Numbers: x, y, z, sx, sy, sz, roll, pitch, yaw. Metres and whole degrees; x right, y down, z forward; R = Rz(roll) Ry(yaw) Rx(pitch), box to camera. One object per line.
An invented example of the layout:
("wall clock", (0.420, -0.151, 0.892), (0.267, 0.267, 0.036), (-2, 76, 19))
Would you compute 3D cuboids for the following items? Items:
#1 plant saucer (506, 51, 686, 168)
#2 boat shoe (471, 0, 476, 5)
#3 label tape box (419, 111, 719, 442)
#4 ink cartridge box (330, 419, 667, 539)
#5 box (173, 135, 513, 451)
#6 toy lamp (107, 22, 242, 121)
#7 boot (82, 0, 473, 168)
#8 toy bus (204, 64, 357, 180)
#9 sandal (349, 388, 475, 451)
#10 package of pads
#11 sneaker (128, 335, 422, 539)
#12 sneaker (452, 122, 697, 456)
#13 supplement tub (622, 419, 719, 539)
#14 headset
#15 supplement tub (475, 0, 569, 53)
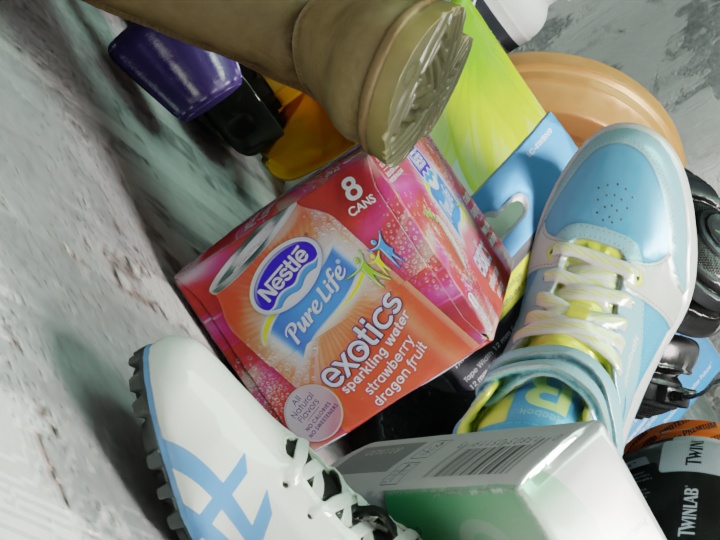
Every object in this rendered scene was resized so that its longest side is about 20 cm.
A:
("plant saucer", (0.111, -0.047, 1.263), (0.200, 0.200, 0.037), (51, 23, -30))
("boat shoe", (-0.025, -0.198, 1.156), (0.068, 0.200, 0.072), (99, 16, -51))
("label tape box", (0.096, 0.031, 1.082), (0.200, 0.143, 0.066), (51, -20, -26))
("ink cartridge box", (0.073, 0.151, 0.702), (0.161, 0.050, 0.200), (-15, -76, 61))
("box", (0.000, 0.000, 0.876), (0.096, 0.100, 0.200), (57, 11, -4))
("toy lamp", (-0.123, -0.160, 0.903), (0.200, 0.058, 0.058), (56, 10, 1))
("boot", (-0.060, -0.109, 0.782), (0.200, 0.066, 0.175), (24, 3, 4))
("toy bus", (-0.062, -0.165, 1.035), (0.200, 0.136, 0.192), (52, -1, -16))
("sandal", (0.047, 0.094, 0.962), (0.200, 0.048, 0.075), (20, 53, -53))
("package of pads", (0.053, -0.040, 1.135), (0.200, 0.068, 0.155), (50, 55, -36))
("sneaker", (-0.004, 0.098, 0.651), (0.200, 0.072, 0.072), (54, 13, -11))
("sneaker", (0.096, 0.029, 0.856), (0.131, 0.079, 0.200), (10, 93, -78))
("supplement tub", (0.155, 0.163, 0.935), (0.123, 0.122, 0.200), (54, 26, -18))
("headset", (0.159, 0.027, 0.967), (0.094, 0.124, 0.200), (14, 26, -31))
("supplement tub", (0.031, -0.181, 1.264), (0.140, 0.200, 0.140), (55, 11, -16))
